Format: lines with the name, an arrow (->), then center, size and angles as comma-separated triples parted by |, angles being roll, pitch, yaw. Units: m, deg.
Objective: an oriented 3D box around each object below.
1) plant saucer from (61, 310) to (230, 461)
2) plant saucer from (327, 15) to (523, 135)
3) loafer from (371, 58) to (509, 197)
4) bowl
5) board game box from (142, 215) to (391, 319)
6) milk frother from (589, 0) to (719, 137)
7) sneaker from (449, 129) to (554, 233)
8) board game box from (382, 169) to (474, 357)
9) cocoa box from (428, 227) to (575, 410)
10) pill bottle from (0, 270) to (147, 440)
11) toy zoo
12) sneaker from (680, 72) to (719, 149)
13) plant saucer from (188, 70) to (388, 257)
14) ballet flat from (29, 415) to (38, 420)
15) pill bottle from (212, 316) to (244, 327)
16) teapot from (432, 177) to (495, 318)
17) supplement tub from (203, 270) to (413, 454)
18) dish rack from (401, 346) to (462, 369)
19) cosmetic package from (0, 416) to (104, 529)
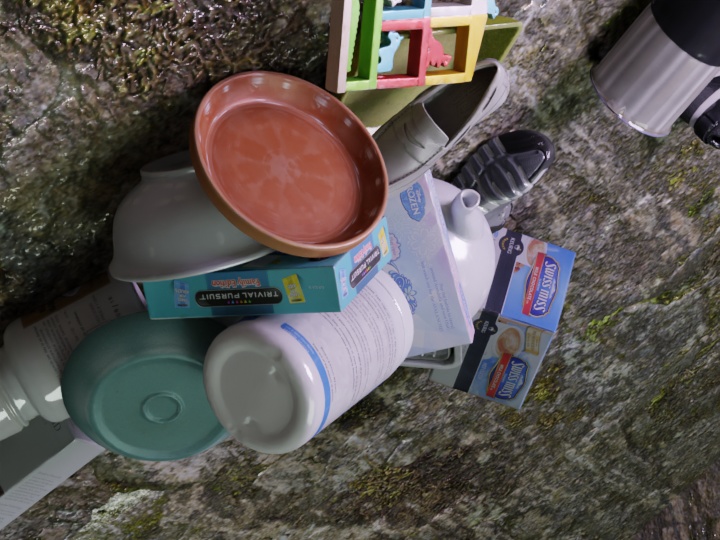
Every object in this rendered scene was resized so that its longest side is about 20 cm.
plant saucer -> -0.197, 0.126, 1.695 | 0.197, 0.036, 0.202 | -4, 130, -5
plant saucer -> 0.041, -0.188, 1.730 | 0.198, 0.048, 0.201 | -12, 148, -37
loafer -> 0.063, -0.142, 1.696 | 0.200, 0.070, 0.070 | -42, 170, -2
bowl -> -0.155, -0.064, 1.631 | 0.199, 0.091, 0.201 | -13, -165, 3
board game box -> -0.088, -0.003, 1.642 | 0.198, 0.047, 0.151 | -2, -161, 21
milk frother -> 0.397, -0.225, 1.899 | 0.179, 0.201, 0.188 | -9, 147, -47
sneaker -> 0.164, -0.098, 2.018 | 0.199, 0.076, 0.115 | -35, 161, 29
board game box -> 0.000, 0.000, 1.792 | 0.197, 0.202, 0.043 | -13, -165, 13
cocoa box -> 0.179, 0.060, 2.177 | 0.201, 0.130, 0.134 | 105, 4, -55
pill bottle -> -0.303, 0.089, 1.748 | 0.199, 0.115, 0.115 | -28, 155, -5
toy zoo -> 0.055, -0.239, 1.605 | 0.198, 0.020, 0.133 | -9, 113, -38
sneaker -> 0.491, -0.209, 2.135 | 0.198, 0.112, 0.073 | -24, 155, -18
plant saucer -> -0.068, -0.097, 1.589 | 0.199, 0.202, 0.032 | -11, 154, -37
ballet flat -> -0.401, 0.146, 1.821 | 0.199, 0.068, 0.064 | -27, -178, -9
pill bottle -> -0.150, 0.057, 1.810 | 0.105, 0.107, 0.200 | -28, -173, -9
teapot -> 0.040, -0.013, 1.877 | 0.146, 0.196, 0.202 | 6, 103, -59
supplement tub -> -0.048, 0.081, 1.658 | 0.200, 0.132, 0.132 | -32, 164, -52
dish rack -> 0.026, 0.063, 2.075 | 0.197, 0.044, 0.172 | 5, 153, 7
cosmetic package -> -0.389, 0.208, 1.880 | 0.199, 0.102, 0.074 | -39, 155, 11
